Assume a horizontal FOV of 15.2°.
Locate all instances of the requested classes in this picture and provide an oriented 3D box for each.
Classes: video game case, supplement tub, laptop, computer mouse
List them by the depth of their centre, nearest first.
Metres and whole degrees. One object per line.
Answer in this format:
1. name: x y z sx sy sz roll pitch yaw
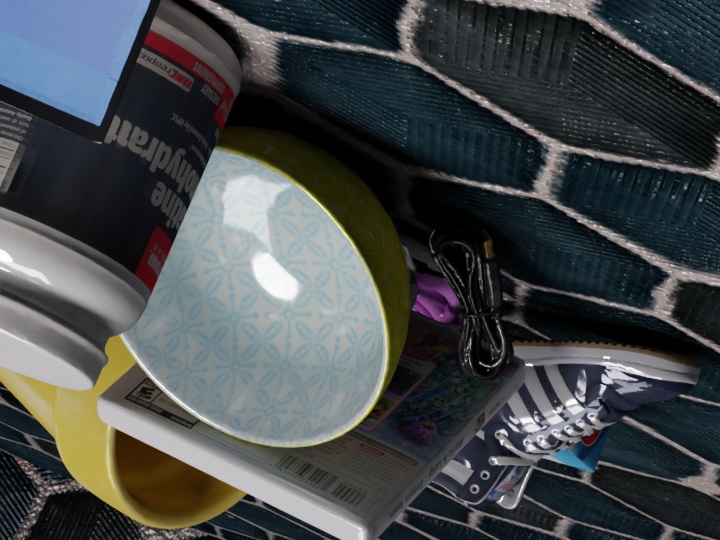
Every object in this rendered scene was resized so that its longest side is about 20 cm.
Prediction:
1. laptop: -0.176 -0.160 1.255 0.177 0.103 0.200 23 167 -3
2. supplement tub: -0.161 -0.051 1.454 0.140 0.200 0.140 21 168 5
3. video game case: -0.029 0.074 1.662 0.200 0.182 0.024 24 134 25
4. computer mouse: 0.000 0.000 1.670 0.200 0.044 0.110 16 135 32

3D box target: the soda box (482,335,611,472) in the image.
1. soda box: 0.078 0.079 1.888 0.200 0.064 0.068 15 165 33

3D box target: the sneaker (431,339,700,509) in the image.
1. sneaker: 0.122 0.100 1.727 0.200 0.109 0.070 0 171 32

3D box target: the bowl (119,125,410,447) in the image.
1. bowl: -0.045 -0.008 1.591 0.200 0.108 0.200 17 127 24

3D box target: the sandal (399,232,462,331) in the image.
1. sandal: 0.033 0.025 1.770 0.082 0.050 0.203 16 164 20

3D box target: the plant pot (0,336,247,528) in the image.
1. plant pot: -0.168 0.061 1.972 0.189 0.201 0.201 28 173 37
